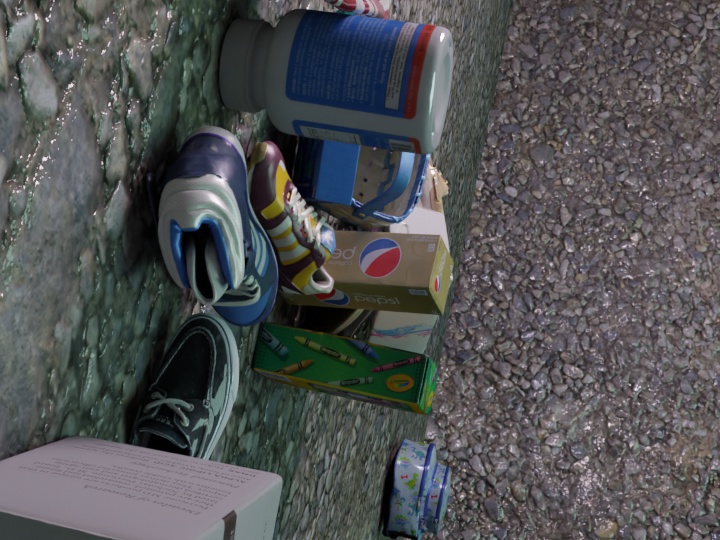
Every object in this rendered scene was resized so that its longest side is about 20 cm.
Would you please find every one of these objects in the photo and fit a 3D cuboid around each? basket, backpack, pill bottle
[{"bbox_3d":[0.022,-0.141,1.311,0.199,0.137,0.179,-30,-139,57],"label":"basket"},{"bbox_3d":[0.136,0.503,2.516,0.183,0.144,0.204,-56,151,-70],"label":"backpack"},{"bbox_3d":[-0.022,-0.174,0.972,0.112,0.196,0.115,10,90,-79],"label":"pill bottle"}]

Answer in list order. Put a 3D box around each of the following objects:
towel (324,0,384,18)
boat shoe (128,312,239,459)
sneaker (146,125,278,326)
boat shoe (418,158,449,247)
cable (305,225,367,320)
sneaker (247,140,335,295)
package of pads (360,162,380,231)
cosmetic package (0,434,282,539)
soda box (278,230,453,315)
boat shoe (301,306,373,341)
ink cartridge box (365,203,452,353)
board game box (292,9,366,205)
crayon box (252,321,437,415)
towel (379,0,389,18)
[{"bbox_3d":[-0.045,-0.287,0.976,0.023,0.145,0.200,-39,179,16],"label":"towel"},{"bbox_3d":[-0.155,0.129,0.893,0.068,0.071,0.203,64,44,-74],"label":"boat shoe"},{"bbox_3d":[-0.118,0.000,0.876,0.148,0.079,0.203,-86,171,-53],"label":"sneaker"},{"bbox_3d":[0.099,-0.114,1.633,0.074,0.068,0.204,154,-66,-70],"label":"boat shoe"},{"bbox_3d":[-0.028,0.021,1.499,0.200,0.050,0.166,-59,156,-64],"label":"cable"},{"bbox_3d":[-0.068,-0.052,1.120,0.202,0.088,0.076,86,18,-52],"label":"sneaker"},{"bbox_3d":[0.036,-0.088,1.595,0.121,0.074,0.204,-124,-143,-67],"label":"package of pads"},{"bbox_3d":[-0.159,0.210,0.669,0.200,0.162,0.168,-8,106,-78],"label":"cosmetic package"},{"bbox_3d":[0.000,0.000,1.220,0.064,0.196,0.069,57,42,-55],"label":"soda box"},{"bbox_3d":[-0.018,0.062,1.338,0.201,0.065,0.073,-41,-146,57],"label":"boat shoe"},{"bbox_3d":[0.047,0.037,1.408,0.149,0.084,0.202,-93,-161,-52],"label":"ink cartridge box"},{"bbox_3d":[-0.030,-0.176,1.189,0.152,0.044,0.204,-165,-96,-76],"label":"board game box"},{"bbox_3d":[-0.014,0.115,1.255,0.119,0.196,0.059,56,46,-75],"label":"crayon box"},{"bbox_3d":[0.015,-0.327,1.470,0.144,0.022,0.204,-59,158,-67],"label":"towel"}]
